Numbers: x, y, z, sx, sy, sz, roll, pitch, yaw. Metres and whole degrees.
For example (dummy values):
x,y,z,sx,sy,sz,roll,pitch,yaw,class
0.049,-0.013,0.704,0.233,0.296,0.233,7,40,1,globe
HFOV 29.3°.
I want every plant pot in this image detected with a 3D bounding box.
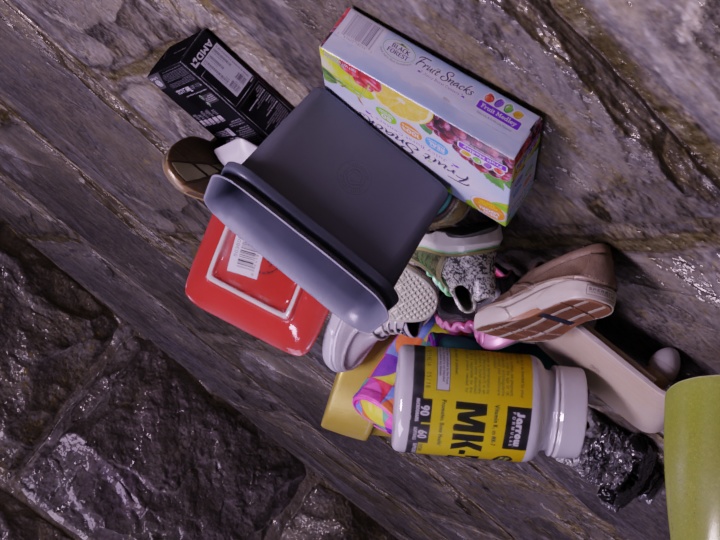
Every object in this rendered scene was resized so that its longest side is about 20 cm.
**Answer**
x,y,z,sx,sy,sz,roll,pitch,yaw,class
0.362,0.227,1.288,0.185,0.202,0.188,14,158,5,plant pot
0.066,0.137,1.778,0.187,0.203,0.201,19,164,0,plant pot

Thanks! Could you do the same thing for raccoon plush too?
x,y,z,sx,sy,sz,roll,pitch,yaw,class
0.304,0.244,1.771,0.134,0.097,0.200,35,167,31,raccoon plush

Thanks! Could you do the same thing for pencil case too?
x,y,z,sx,sy,sz,roll,pitch,yaw,class
0.166,0.126,1.572,0.197,0.093,0.086,8,128,-7,pencil case
0.073,0.106,1.648,0.088,0.201,0.089,32,156,16,pencil case

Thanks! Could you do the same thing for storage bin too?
x,y,z,sx,sy,sz,roll,pitch,yaw,class
-0.024,-0.059,1.265,0.199,0.135,0.146,39,162,-2,storage bin

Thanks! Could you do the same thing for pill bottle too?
x,y,z,sx,sy,sz,roll,pitch,yaw,class
0.135,0.142,1.458,0.197,0.116,0.114,4,162,0,pill bottle

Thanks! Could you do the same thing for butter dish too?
x,y,z,sx,sy,sz,roll,pitch,yaw,class
-0.083,-0.018,1.690,0.198,0.202,0.147,25,-174,24,butter dish

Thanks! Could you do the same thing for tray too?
x,y,z,sx,sy,sz,roll,pitch,yaw,class
-0.066,-0.084,1.514,0.199,0.022,0.107,28,166,-18,tray

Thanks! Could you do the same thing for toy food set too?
x,y,z,sx,sy,sz,roll,pitch,yaw,class
0.264,0.082,1.448,0.200,0.060,0.144,40,166,15,toy food set

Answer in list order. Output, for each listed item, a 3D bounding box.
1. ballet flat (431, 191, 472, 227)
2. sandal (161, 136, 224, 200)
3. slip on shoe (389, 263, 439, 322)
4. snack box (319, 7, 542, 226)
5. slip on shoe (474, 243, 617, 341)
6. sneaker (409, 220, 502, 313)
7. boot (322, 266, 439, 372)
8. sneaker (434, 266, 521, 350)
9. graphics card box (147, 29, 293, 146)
x,y,z,sx,sy,sz,roll,pitch,yaw,class
0.075,-0.071,1.377,0.071,0.071,0.200,39,163,-17,ballet flat
-0.171,-0.113,1.561,0.080,0.054,0.200,49,-159,-1,sandal
0.000,0.000,1.546,0.198,0.075,0.061,20,-161,18,slip on shoe
0.061,-0.134,1.221,0.199,0.053,0.142,32,165,14,snack box
0.181,0.024,1.352,0.075,0.061,0.200,16,160,-20,slip on shoe
0.093,0.001,1.425,0.076,0.090,0.200,-8,179,-13,sneaker
0.027,0.055,1.600,0.073,0.202,0.095,-7,-142,-45,boot
0.132,0.024,1.536,0.200,0.078,0.097,-160,53,-68,sneaker
-0.131,-0.173,1.513,0.199,0.051,0.125,39,164,-19,graphics card box
